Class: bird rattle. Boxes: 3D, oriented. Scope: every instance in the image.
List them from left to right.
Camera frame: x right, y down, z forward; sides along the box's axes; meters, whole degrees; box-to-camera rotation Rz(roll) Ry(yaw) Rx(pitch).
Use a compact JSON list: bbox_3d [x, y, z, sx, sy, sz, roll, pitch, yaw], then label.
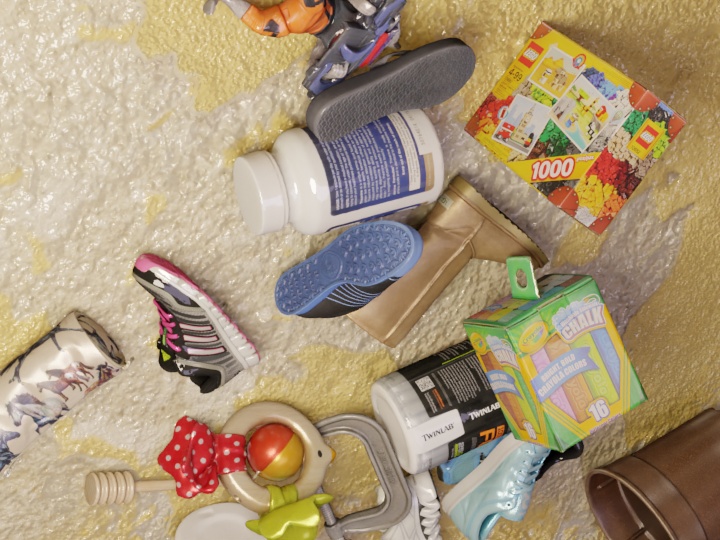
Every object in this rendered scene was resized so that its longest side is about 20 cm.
[{"bbox_3d":[-0.117,0.220,1.626,0.163,0.200,0.113,-50,172,-36],"label":"bird rattle"}]

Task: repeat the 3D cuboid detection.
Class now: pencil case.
[{"bbox_3d":[-0.330,0.129,1.476,0.200,0.078,0.090,-40,109,-2],"label":"pencil case"}]

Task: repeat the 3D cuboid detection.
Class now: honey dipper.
[{"bbox_3d":[-0.211,0.242,1.639,0.199,0.038,0.038,2,117,-32],"label":"honey dipper"}]

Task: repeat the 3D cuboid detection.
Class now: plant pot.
[{"bbox_3d":[0.440,0.299,1.946,0.198,0.200,0.201,-31,129,-18],"label":"plant pot"}]

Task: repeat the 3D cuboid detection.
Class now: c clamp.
[{"bbox_3d":[-0.029,0.257,1.722,0.170,0.027,0.201,-9,118,12],"label":"c clamp"}]

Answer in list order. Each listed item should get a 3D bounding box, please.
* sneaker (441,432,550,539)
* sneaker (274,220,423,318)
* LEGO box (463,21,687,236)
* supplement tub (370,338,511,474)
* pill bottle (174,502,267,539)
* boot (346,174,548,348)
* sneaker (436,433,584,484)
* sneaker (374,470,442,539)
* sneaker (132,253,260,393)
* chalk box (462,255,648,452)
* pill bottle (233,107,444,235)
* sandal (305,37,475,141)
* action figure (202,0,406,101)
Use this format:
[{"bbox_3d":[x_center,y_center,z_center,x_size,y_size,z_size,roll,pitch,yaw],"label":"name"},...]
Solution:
[{"bbox_3d":[0.187,0.252,1.731,0.074,0.082,0.200,-3,141,-51],"label":"sneaker"},{"bbox_3d":[0.000,0.000,1.544,0.200,0.070,0.078,-23,162,38],"label":"sneaker"},{"bbox_3d":[0.223,-0.153,1.536,0.077,0.200,0.149,29,101,-38],"label":"LEGO box"},{"bbox_3d":[0.123,0.149,1.712,0.199,0.123,0.123,-23,127,-15],"label":"supplement tub"},{"bbox_3d":[-0.157,0.383,1.705,0.114,0.114,0.201,-14,124,-21],"label":"pill bottle"},{"bbox_3d":[0.095,0.008,1.655,0.175,0.066,0.200,38,97,-30],"label":"boot"},{"bbox_3d":[0.190,0.225,1.815,0.199,0.090,0.079,-17,125,-15],"label":"sneaker"},{"bbox_3d":[0.064,0.335,1.833,0.081,0.075,0.201,-13,122,-5],"label":"sneaker"},{"bbox_3d":[-0.185,0.063,1.520,0.087,0.074,0.200,-45,134,-6],"label":"sneaker"},{"bbox_3d":[0.205,0.080,1.609,0.124,0.124,0.201,-29,99,-16],"label":"chalk box"},{"bbox_3d":[-0.024,-0.100,1.488,0.199,0.111,0.111,-16,124,-21],"label":"pill bottle"},{"bbox_3d":[0.030,-0.192,1.451,0.200,0.043,0.076,-22,144,-25],"label":"sandal"},{"bbox_3d":[-0.024,-0.269,1.396,0.193,0.105,0.200,21,129,-41],"label":"action figure"}]
